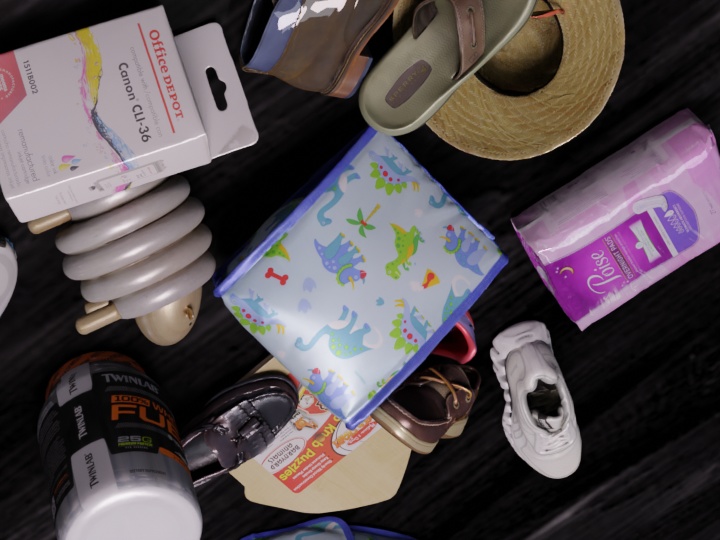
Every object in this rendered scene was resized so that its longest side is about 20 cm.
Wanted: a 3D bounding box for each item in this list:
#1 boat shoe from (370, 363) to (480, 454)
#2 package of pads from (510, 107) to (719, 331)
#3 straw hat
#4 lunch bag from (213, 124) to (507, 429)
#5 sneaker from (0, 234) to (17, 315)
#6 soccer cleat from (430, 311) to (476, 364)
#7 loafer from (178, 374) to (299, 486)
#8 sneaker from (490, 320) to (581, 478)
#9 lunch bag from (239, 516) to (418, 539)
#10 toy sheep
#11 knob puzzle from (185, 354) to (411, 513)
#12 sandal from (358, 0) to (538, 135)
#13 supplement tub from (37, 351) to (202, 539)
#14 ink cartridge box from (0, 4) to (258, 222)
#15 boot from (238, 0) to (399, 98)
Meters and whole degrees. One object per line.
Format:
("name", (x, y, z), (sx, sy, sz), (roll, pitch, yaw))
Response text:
("boat shoe", (0.065, 0.113, 1.520), (0.072, 0.072, 0.200), (-55, 161, 11))
("package of pads", (0.249, -0.048, 1.553), (0.199, 0.076, 0.121), (-32, 126, 5))
("straw hat", (0.128, -0.189, 1.392), (0.201, 0.201, 0.085), (-42, 168, 13))
("lunch bag", (0.000, 0.000, 1.431), (0.200, 0.127, 0.170), (-45, 100, 2))
("sneaker", (-0.340, 0.060, 1.420), (0.075, 0.087, 0.201), (18, 116, -27))
("soccer cleat", (0.018, 0.035, 1.531), (0.199, 0.077, 0.067), (16, 119, -28))
("loafer", (-0.141, 0.168, 1.557), (0.199, 0.063, 0.072), (-29, 117, 10))
("sneaker", (0.180, 0.144, 1.666), (0.075, 0.081, 0.201), (-25, 130, -3))
("lunch bag", (-0.018, 0.340, 1.681), (0.199, 0.170, 0.128), (13, 120, -25))
("toy sheep", (-0.190, -0.031, 1.382), (0.137, 0.138, 0.201), (-24, 106, -1))
("knob puzzle", (-0.037, 0.152, 1.615), (0.218, 0.031, 0.221), (-3, 119, -6))
("sandal", (0.072, -0.189, 1.335), (0.201, 0.080, 0.057), (-53, 166, 11))
("supplement tub", (-0.213, 0.167, 1.468), (0.122, 0.200, 0.123), (-10, 128, -13))
("ink cartridge box", (-0.189, -0.127, 1.308), (0.199, 0.117, 0.068), (-19, 166, -6))
("boot", (-0.025, -0.226, 1.329), (0.096, 0.075, 0.201), (4, 125, -25))
